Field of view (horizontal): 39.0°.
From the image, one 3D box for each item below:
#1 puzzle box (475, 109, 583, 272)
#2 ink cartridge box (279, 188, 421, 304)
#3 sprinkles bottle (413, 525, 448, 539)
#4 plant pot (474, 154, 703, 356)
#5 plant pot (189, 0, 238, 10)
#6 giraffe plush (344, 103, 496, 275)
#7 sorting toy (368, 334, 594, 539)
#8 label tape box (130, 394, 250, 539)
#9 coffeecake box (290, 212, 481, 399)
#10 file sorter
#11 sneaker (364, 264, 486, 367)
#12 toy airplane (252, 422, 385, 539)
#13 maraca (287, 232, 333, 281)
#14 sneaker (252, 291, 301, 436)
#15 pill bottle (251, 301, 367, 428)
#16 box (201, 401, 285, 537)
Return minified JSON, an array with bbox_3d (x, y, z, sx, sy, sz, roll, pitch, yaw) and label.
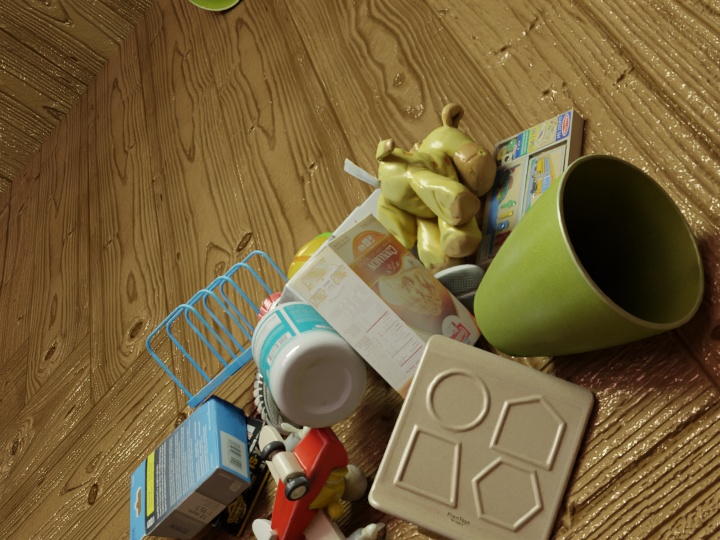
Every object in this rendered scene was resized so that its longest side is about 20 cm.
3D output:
[{"bbox_3d":[0.215,-0.098,1.284,0.133,0.025,0.201,-21,46,43],"label":"puzzle box"},{"bbox_3d":[0.000,0.000,1.364,0.200,0.116,0.067,-48,-6,-25],"label":"ink cartridge box"},{"bbox_3d":[0.119,0.197,1.114,0.068,0.068,0.201,-7,57,51],"label":"sprinkles bottle"},{"bbox_3d":[0.212,0.011,1.054,0.200,0.187,0.188,-39,34,48],"label":"plant pot"},{"bbox_3d":[-0.346,-0.774,2.526,0.187,0.187,0.200,-33,24,33],"label":"plant pot"},{"bbox_3d":[0.104,-0.118,1.317,0.162,0.200,0.173,-39,-12,-35],"label":"giraffe plush"},{"bbox_3d":[0.126,0.185,1.055,0.036,0.185,0.201,83,-151,-68],"label":"sorting toy"},{"bbox_3d":[-0.243,0.294,1.435,0.200,0.066,0.143,-46,32,21],"label":"label tape box"},{"bbox_3d":[0.037,0.043,1.186,0.073,0.200,0.153,-46,-2,25],"label":"coffeecake box"},{"bbox_3d":[-0.193,0.078,1.493,0.139,0.123,0.200,-40,1,38],"label":"file sorter"},{"bbox_3d":[0.077,0.045,1.305,0.200,0.070,0.080,-34,17,22],"label":"sneaker"},{"bbox_3d":[-0.056,0.283,1.238,0.199,0.141,0.201,-18,84,59],"label":"toy airplane"},{"bbox_3d":[-0.041,0.041,1.440,0.137,0.107,0.201,-42,54,40],"label":"maraca"},{"bbox_3d":[-0.097,0.134,1.399,0.082,0.078,0.201,10,107,37],"label":"sneaker"},{"bbox_3d":[-0.068,0.103,1.222,0.111,0.111,0.200,-55,21,3],"label":"pill bottle"},{"bbox_3d":[-0.207,0.287,1.496,0.200,0.049,0.160,3,62,55],"label":"box"}]
